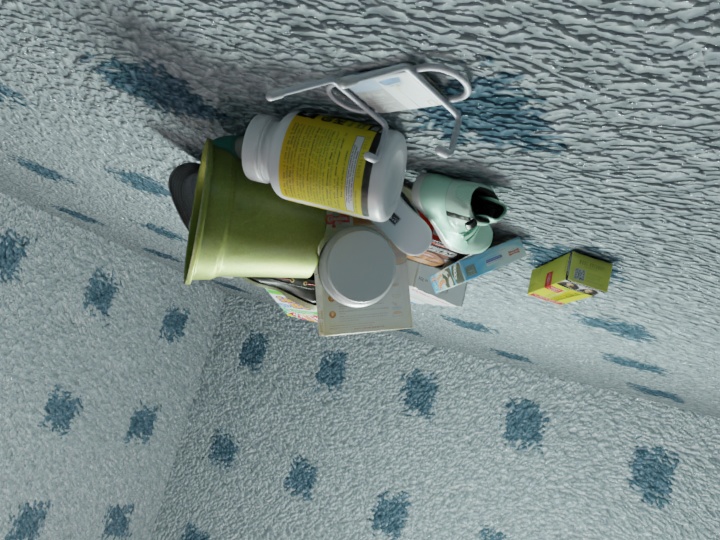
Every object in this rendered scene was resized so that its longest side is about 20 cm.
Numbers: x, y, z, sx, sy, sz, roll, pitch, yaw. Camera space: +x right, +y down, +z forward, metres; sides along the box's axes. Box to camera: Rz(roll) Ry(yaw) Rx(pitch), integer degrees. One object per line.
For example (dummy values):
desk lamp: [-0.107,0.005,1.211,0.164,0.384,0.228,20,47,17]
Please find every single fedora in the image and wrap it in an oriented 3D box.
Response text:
fedora: [-0.243,-0.123,1.282,0.089,0.204,0.176,-26,-178,30]

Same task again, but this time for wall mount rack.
wall mount rack: [0.009,-0.173,0.734,0.197,0.077,0.172,5,164,47]

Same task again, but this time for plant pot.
plant pot: [-0.149,-0.068,1.025,0.179,0.207,0.200,9,173,-18]

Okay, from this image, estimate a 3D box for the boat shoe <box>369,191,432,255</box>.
boat shoe: [0.026,-0.107,1.013,0.199,0.072,0.068,42,-169,-17]

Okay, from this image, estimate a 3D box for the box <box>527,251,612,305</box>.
box: [0.356,0.017,1.232,0.073,0.052,0.200,17,171,-4]

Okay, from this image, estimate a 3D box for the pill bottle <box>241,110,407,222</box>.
pill bottle: [-0.047,-0.138,0.907,0.194,0.116,0.112,14,170,15]

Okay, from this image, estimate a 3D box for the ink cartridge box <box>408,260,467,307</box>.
ink cartridge box: [0.116,0.016,1.542,0.144,0.088,0.198,23,168,-32]

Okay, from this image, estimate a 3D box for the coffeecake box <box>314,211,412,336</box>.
coffeecake box: [0.000,0.000,1.190,0.149,0.207,0.073,-4,177,-13]

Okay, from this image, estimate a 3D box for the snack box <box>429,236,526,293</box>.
snack box: [0.199,-0.006,1.241,0.113,0.038,0.200,-21,176,-10]

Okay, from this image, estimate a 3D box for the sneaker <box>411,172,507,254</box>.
sneaker: [0.166,-0.067,1.019,0.116,0.075,0.199,17,170,42]

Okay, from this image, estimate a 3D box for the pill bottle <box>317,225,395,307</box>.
pill bottle: [-0.007,-0.006,1.044,0.110,0.116,0.200,18,179,-5]

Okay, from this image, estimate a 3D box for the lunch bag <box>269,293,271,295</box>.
lunch bag: [-0.075,-0.006,1.504,0.195,0.175,0.127,17,166,-10]

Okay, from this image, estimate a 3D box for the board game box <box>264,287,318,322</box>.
board game box: [-0.123,0.060,1.418,0.093,0.031,0.201,11,159,13]

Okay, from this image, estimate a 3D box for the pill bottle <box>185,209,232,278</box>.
pill bottle: [-0.216,-0.097,1.164,0.108,0.206,0.111,16,171,3]

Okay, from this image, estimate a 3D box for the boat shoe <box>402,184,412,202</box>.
boat shoe: [-0.009,-0.120,1.066,0.195,0.071,0.074,22,171,-14]

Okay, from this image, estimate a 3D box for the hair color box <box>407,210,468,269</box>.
hair color box: [0.125,-0.055,1.212,0.099,0.063,0.200,17,171,-5]

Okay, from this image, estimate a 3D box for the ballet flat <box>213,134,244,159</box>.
ballet flat: [-0.136,-0.168,1.087,0.195,0.069,0.070,22,146,-15]

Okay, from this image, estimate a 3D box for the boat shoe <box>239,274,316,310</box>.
boat shoe: [-0.154,0.003,1.270,0.197,0.064,0.074,23,-168,-18]
